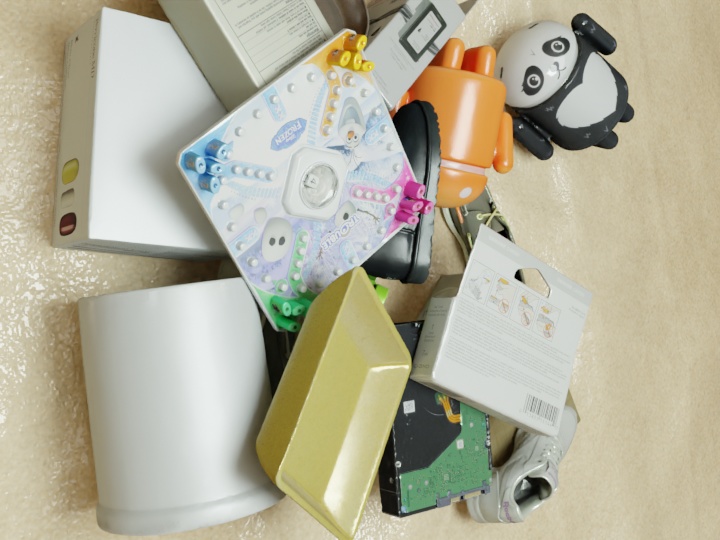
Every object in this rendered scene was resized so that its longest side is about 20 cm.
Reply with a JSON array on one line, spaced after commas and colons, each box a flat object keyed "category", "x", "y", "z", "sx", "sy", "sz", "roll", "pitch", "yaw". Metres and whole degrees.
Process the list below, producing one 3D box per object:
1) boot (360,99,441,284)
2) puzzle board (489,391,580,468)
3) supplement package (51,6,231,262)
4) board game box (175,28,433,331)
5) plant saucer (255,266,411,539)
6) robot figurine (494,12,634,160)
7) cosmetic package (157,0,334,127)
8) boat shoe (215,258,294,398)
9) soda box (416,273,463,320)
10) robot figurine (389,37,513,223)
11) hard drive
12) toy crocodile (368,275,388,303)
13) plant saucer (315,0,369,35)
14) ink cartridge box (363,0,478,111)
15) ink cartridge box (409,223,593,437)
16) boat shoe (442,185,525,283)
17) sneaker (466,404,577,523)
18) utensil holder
[{"category": "boot", "x": -0.010, "y": -0.086, "z": 0.894, "sx": 0.168, "sy": 0.076, "sz": 0.201, "roll": 6, "pitch": 83, "yaw": -18}, {"category": "puzzle board", "x": 0.195, "y": 0.177, "z": 1.137, "sx": 0.200, "sy": 0.017, "sz": 0.151, "roll": -30, "pitch": 103, "yaw": -33}, {"category": "supplement package", "x": -0.189, "y": -0.116, "z": 0.822, "sx": 0.155, "sy": 0.111, "sz": 0.201, "roll": 5, "pitch": 84, "yaw": -35}, {"category": "board game box", "x": -0.036, "y": -0.074, "z": 0.780, "sx": 0.200, "sy": 0.026, "sz": 0.200, "roll": -42, "pitch": 127, "yaw": -21}, {"category": "plant saucer", "x": -0.025, "y": 0.124, "z": 0.802, "sx": 0.200, "sy": 0.048, "sz": 0.200, "roll": 61, "pitch": 43, "yaw": -54}, {"category": "robot figurine", "x": 0.263, "y": -0.233, "z": 1.139, "sx": 0.200, "sy": 0.125, "sz": 0.151, "roll": 31, "pitch": 53, "yaw": -31}, {"category": "cosmetic package", "x": -0.105, "y": -0.230, "z": 0.777, "sx": 0.103, "sy": 0.073, "sz": 0.200, "roll": -41, "pitch": 110, "yaw": -30}, {"category": "boat shoe", "x": -0.102, "y": 0.066, "z": 0.907, "sx": 0.062, "sy": 0.073, "sz": 0.201, "roll": -9, "pitch": 95, "yaw": -50}, {"category": "soda box", "x": 0.091, "y": 0.100, "z": 1.038, "sx": 0.068, "sy": 0.063, "sz": 0.200, "roll": 44, "pitch": 65, "yaw": -25}, {"category": "robot figurine", "x": 0.101, "y": -0.158, "z": 1.010, "sx": 0.144, "sy": 0.116, "sz": 0.201, "roll": 2, "pitch": 102, "yaw": -54}, {"category": "hard drive", "x": 0.078, "y": 0.153, "z": 0.963, "sx": 0.139, "sy": 0.038, "sz": 0.201, "roll": -5, "pitch": 89, "yaw": -35}, {"category": "toy crocodile", "x": 0.000, "y": 0.000, "z": 0.955, "sx": 0.067, "sy": 0.062, "sz": 0.200, "roll": 22, "pitch": 54, "yaw": -3}, {"category": "plant saucer", "x": -0.087, "y": -0.280, "z": 0.908, "sx": 0.200, "sy": 0.032, "sz": 0.201, "roll": 16, "pitch": 51, "yaw": -21}, {"category": "ink cartridge box", "x": 0.034, "y": -0.257, "z": 0.985, "sx": 0.068, "sy": 0.116, "sz": 0.200, "roll": 49, "pitch": 62, "yaw": -24}, {"category": "ink cartridge box", "x": 0.161, "y": 0.069, "z": 0.977, "sx": 0.200, "sy": 0.045, "sz": 0.177, "roll": 28, "pitch": 72, "yaw": -32}, {"category": "boat shoe", "x": 0.155, "y": -0.046, "z": 1.092, "sx": 0.072, "sy": 0.060, "sz": 0.202, "roll": -23, "pitch": 101, "yaw": -33}, {"category": "sneaker", "x": 0.220, "y": 0.240, "z": 1.080, "sx": 0.200, "sy": 0.100, "sz": 0.075, "roll": -41, "pitch": 107, "yaw": -31}, {"category": "utensil holder", "x": -0.161, "y": 0.113, "z": 0.795, "sx": 0.170, "sy": 0.170, "sz": 0.201, "roll": -7, "pitch": 91, "yaw": -35}]
